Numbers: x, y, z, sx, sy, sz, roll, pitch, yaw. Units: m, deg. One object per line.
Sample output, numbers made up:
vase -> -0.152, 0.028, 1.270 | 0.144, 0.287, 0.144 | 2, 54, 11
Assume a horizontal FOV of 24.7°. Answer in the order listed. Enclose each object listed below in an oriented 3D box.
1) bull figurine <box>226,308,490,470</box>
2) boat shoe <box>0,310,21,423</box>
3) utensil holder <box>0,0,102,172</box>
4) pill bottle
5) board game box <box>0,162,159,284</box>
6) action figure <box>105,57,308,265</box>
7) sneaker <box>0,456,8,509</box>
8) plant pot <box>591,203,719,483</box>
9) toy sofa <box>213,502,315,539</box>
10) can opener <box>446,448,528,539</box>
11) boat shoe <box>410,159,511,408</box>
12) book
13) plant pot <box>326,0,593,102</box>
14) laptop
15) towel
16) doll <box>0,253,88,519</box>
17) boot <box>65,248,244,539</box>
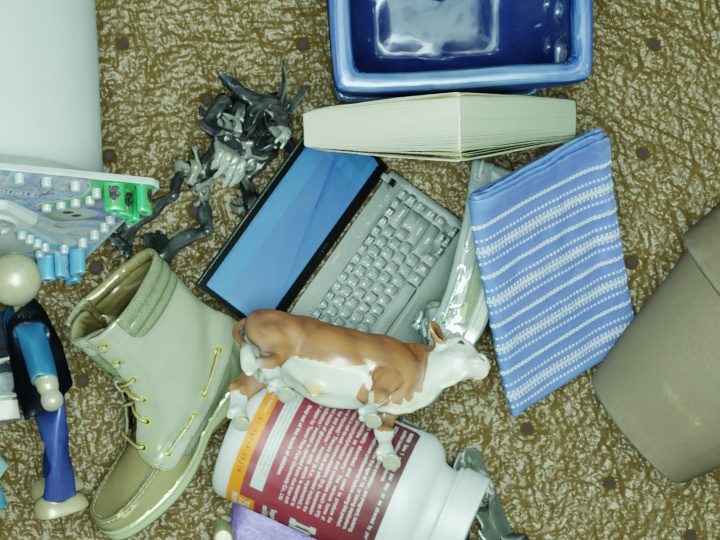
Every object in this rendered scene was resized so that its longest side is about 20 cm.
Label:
bull figurine -> -0.005, 0.082, 1.242 | 0.199, 0.122, 0.065 | 10, 125, 6
boat shoe -> -0.362, 0.085, 1.307 | 0.199, 0.075, 0.093 | -7, 84, -14
utensil holder -> -0.279, -0.135, 1.252 | 0.169, 0.170, 0.201 | -2, 74, -5
pill bottle -> -0.006, 0.163, 1.292 | 0.200, 0.113, 0.113 | 23, 86, 8
board game box -> -0.272, -0.033, 1.199 | 0.199, 0.200, 0.026 | 5, 72, -26
action figure -> -0.106, -0.074, 1.309 | 0.200, 0.102, 0.119 | -46, 137, -1
sneaker -> -0.303, 0.110, 1.243 | 0.130, 0.080, 0.200 | 32, 92, -10
plant pot -> 0.286, 0.076, 1.311 | 0.175, 0.200, 0.200 | -42, 92, 12
toy sofa -> -0.025, 0.246, 1.318 | 0.199, 0.083, 0.098 | 18, 88, -4
can opener -> 0.108, 0.244, 1.354 | 0.067, 0.053, 0.200 | -21, 90, 27
boat shoe -> 0.081, 0.012, 1.322 | 0.065, 0.074, 0.202 | 24, 94, 6
book -> 0.064, -0.114, 1.260 | 0.133, 0.200, 0.048 | 3, 98, 31
plant pot -> 0.067, -0.229, 1.295 | 0.199, 0.180, 0.201 | -2, 87, -5
laptop -> 0.000, 0.000, 1.319 | 0.200, 0.103, 0.177 | 36, 86, -3
towel -> 0.157, 0.001, 1.306 | 0.145, 0.024, 0.200 | -28, 119, -28
doll -> -0.242, 0.083, 1.240 | 0.048, 0.136, 0.201 | -11, 106, -13
boot -> -0.178, 0.097, 1.280 | 0.200, 0.072, 0.155 | -54, 131, -10
